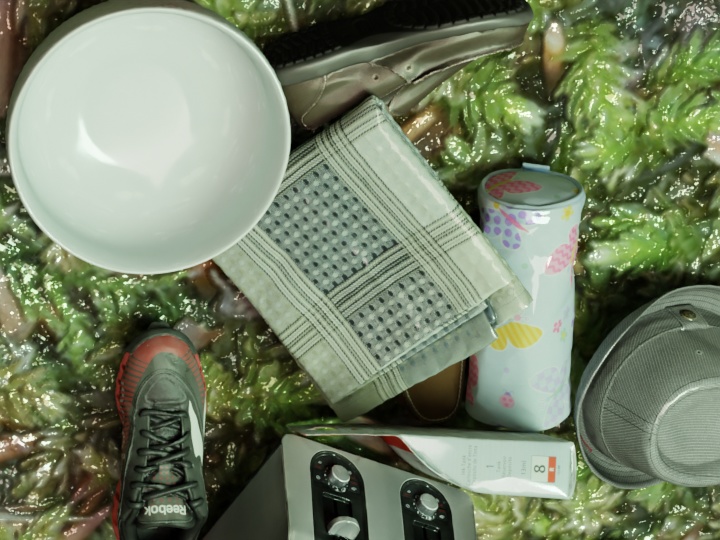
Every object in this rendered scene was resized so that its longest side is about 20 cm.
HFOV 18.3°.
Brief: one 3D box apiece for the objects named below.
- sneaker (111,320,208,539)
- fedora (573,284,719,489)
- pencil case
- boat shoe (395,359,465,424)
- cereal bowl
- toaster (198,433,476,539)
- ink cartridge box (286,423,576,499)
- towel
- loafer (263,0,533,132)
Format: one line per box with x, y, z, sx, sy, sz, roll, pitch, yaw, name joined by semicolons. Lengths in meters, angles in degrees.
-0.148;0.142;1.683;0.070;0.098;0.202;0;112;-13;sneaker
0.264;0.106;1.748;0.199;0.090;0.178;6;110;-39;fedora
0.127;0.023;1.708;0.083;0.091;0.201;11;116;22;pencil case
0.045;0.030;1.697;0.075;0.074;0.201;-14;116;-8;boat shoe
-0.153;-0.103;1.578;0.199;0.083;0.201;-6;116;-13;cereal bowl
-0.030;0.240;1.724;0.180;0.119;0.200;21;127;-26;toaster
0.049;0.143;1.678;0.199;0.162;0.050;0;88;-7;ink cartridge box
0.000;0.000;1.635;0.192;0.035;0.200;-34;104;26;towel
0.030;-0.154;1.619;0.199;0.073;0.071;-14;122;2;loafer
